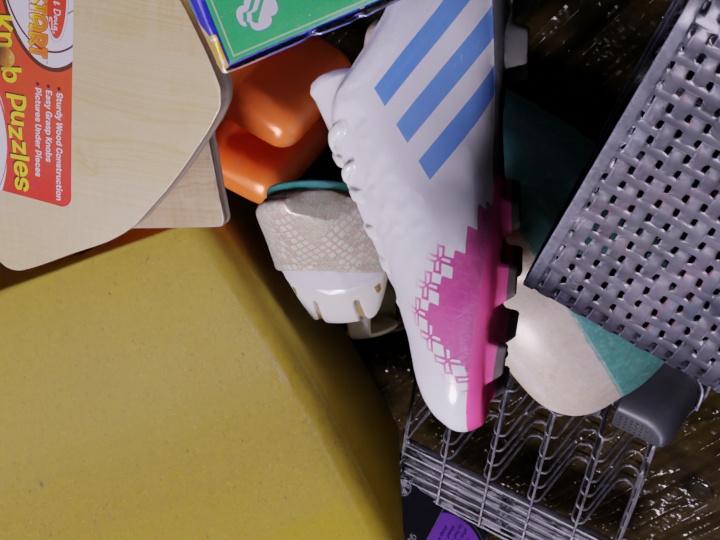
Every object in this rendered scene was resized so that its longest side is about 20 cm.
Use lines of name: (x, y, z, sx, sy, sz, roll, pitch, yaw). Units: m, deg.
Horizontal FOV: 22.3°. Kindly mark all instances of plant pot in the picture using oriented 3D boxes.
plant pot: (-0.101, 0.061, 0.920, 0.199, 0.200, 0.177, -19, 102, 4)

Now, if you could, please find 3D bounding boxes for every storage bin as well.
storage bin: (0.149, -0.064, 0.675, 0.093, 0.135, 0.200, 29, 146, 3)

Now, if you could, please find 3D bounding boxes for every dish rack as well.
dish rack: (0.094, 0.087, 0.989, 0.153, 0.055, 0.200, 27, 147, 14)

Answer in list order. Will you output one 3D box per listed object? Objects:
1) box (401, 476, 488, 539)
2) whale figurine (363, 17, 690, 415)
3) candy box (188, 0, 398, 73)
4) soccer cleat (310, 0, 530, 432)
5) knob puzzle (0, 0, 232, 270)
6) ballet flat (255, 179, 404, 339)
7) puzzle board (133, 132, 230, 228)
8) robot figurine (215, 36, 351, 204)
box: (-0.027, 0.207, 1.174, 0.106, 0.122, 0.200, 39, 146, -8)
whale figurine: (0.076, -0.036, 0.823, 0.201, 0.103, 0.159, 59, -177, -1)
candy box: (-0.060, -0.188, 0.643, 0.169, 0.077, 0.201, -117, 4, -70)
soccer cleat: (0.022, -0.038, 0.721, 0.086, 0.201, 0.070, 2, 170, 7)
knob puzzle: (-0.139, -0.095, 0.773, 0.219, 0.030, 0.221, 10, 114, 23)
ballet flat: (0.000, 0.000, 0.871, 0.067, 0.063, 0.200, -1, 174, 14)
puzzle board: (-0.156, -0.092, 0.810, 0.199, 0.017, 0.151, 0, 111, 27)
robot figurine: (-0.104, -0.111, 0.856, 0.199, 0.117, 0.144, 29, 175, 9)
